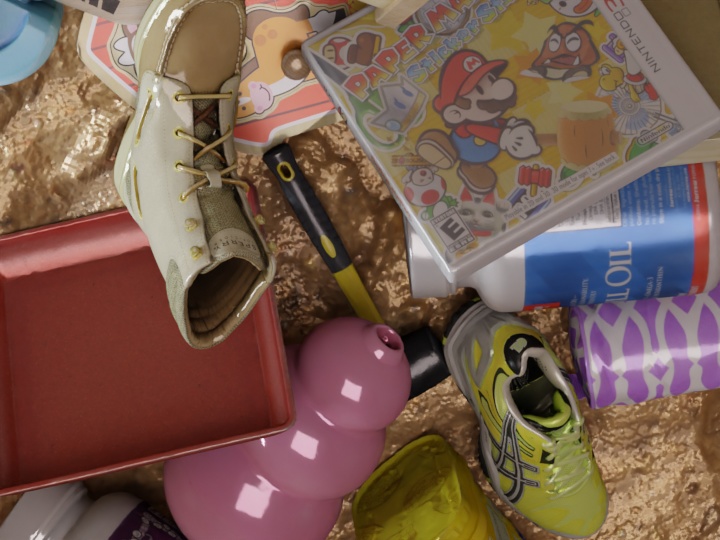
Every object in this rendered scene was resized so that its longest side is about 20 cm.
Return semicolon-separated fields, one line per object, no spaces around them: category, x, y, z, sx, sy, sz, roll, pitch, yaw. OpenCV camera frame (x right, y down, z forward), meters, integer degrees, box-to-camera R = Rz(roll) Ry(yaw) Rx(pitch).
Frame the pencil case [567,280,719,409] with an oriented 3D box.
pencil case;0.236;0.041;1.515;0.199;0.084;0.086;-7;155;0

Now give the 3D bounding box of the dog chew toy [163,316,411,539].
dog chew toy;-0.041;0.106;1.481;0.124;0.125;0.200;34;120;-14

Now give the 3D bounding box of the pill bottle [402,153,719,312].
pill bottle;0.128;-0.031;1.462;0.198;0.112;0.113;-6;110;0

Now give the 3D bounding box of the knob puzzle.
knob puzzle;-0.086;-0.163;1.444;0.218;0.030;0.221;-1;111;-3

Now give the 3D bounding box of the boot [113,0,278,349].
boot;-0.094;-0.068;1.383;0.072;0.155;0.201;-3;136;-24

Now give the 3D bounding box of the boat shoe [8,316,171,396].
boat shoe;-0.174;0.067;1.512;0.199;0.072;0.072;-20;141;-5

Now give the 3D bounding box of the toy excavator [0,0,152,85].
toy excavator;-0.196;-0.176;1.399;0.199;0.100;0.195;25;108;-15

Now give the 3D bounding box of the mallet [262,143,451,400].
mallet;0.000;0.000;1.502;0.065;0.041;0.201;-21;110;4

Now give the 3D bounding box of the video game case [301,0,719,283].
video game case;0.093;-0.114;1.394;0.199;0.023;0.183;-29;71;-10

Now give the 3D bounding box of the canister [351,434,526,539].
canister;0.091;0.226;1.535;0.086;0.149;0.200;-38;109;8

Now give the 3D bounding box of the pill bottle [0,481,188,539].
pill bottle;-0.150;0.221;1.523;0.199;0.112;0.113;34;106;4

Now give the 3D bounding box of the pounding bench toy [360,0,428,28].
pounding bench toy;0.007;-0.272;1.351;0.155;0.124;0.201;17;71;-19

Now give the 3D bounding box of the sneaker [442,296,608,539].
sneaker;0.118;0.112;1.517;0.075;0.076;0.201;-38;121;-11

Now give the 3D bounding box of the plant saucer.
plant saucer;-0.148;0.048;1.451;0.198;0.201;0.037;-13;144;1

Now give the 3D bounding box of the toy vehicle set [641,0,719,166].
toy vehicle set;0.142;-0.122;1.430;0.198;0.125;0.027;-6;152;-1
